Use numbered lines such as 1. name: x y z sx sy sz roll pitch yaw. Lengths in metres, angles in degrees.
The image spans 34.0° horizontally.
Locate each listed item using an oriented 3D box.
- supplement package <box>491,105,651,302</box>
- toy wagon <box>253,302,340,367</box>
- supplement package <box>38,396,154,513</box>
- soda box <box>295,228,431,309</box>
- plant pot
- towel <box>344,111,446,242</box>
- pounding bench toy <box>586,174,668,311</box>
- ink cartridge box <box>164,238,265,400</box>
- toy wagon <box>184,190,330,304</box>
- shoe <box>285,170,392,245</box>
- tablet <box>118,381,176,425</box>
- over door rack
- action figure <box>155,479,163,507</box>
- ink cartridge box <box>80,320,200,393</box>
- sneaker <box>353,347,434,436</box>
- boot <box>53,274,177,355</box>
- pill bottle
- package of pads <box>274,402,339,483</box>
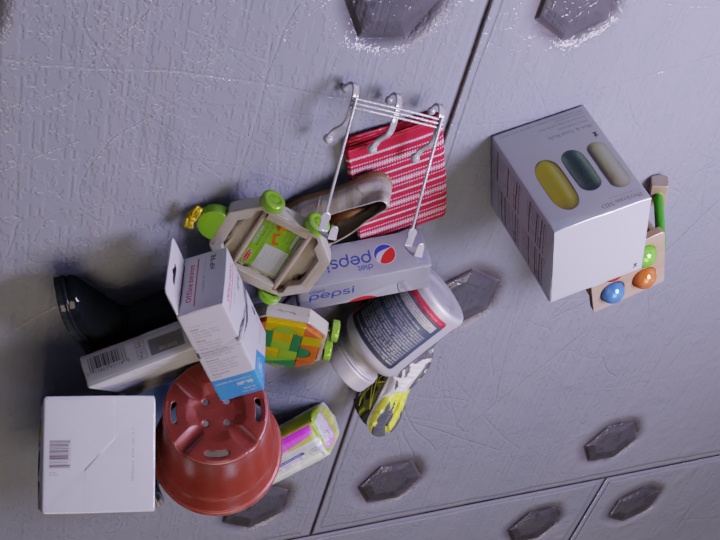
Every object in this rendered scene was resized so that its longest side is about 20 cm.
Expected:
1. supplement package: 0.293 -0.096 1.670 0.150 0.201 0.152 -19 141 -9
2. toy wagon: -0.116 0.104 1.745 0.152 0.040 0.201 11 150 -5
3. supplement package: -0.372 0.259 1.647 0.148 0.155 0.200 2 170 -16
4. soda box: 0.000 0.000 1.699 0.197 0.064 0.069 -11 152 -9
5. plant pot: -0.206 0.231 1.693 0.198 0.203 0.196 -15 160 -13
6. towel: 0.052 -0.128 1.645 0.143 0.023 0.202 -19 141 -9
7. pounding bench toy: 0.419 -0.054 1.822 0.197 0.157 0.125 -24 141 -3
8. ink cartridge box: -0.187 0.057 1.552 0.066 0.117 0.202 -14 129 8
9. toy wagon: -0.139 -0.041 1.579 0.198 0.040 0.156 27 127 -16
10. shoe: -0.045 -0.072 1.609 0.198 0.054 0.070 -25 138 18
11. tablet: -0.274 0.170 1.801 0.199 0.014 0.130 -37 140 13
12. over door rack: 0.022 -0.130 1.530 0.146 0.066 0.204 9 93 -28
13. action figure: -0.366 0.325 1.850 0.117 0.103 0.202 2 136 -9
14. ink cartridge box: -0.277 0.121 1.639 0.160 0.051 0.200 -20 171 6
15. sneaker: 0.047 0.169 1.932 0.074 0.084 0.202 19 102 -50
16. boot: -0.309 0.047 1.593 0.166 0.077 0.201 -19 148 -3
17. pill bottle: 0.048 0.091 1.807 0.199 0.120 0.119 -39 139 16
18. package of pads: -0.114 0.281 1.896 0.153 0.069 0.200 -28 180 4
